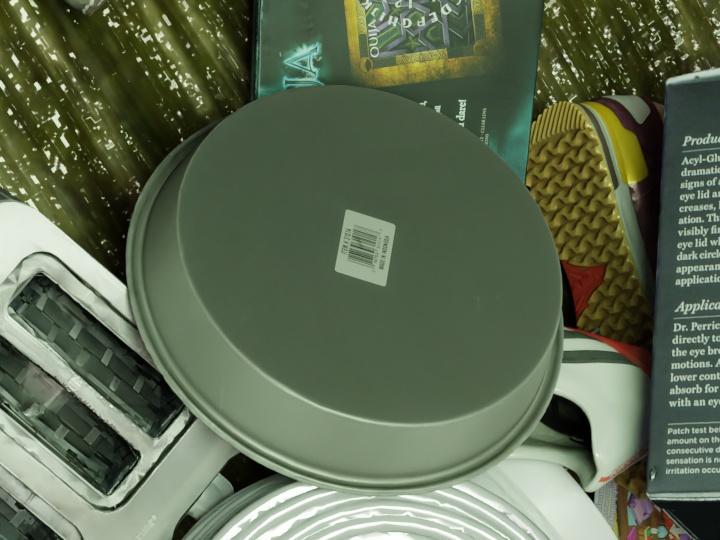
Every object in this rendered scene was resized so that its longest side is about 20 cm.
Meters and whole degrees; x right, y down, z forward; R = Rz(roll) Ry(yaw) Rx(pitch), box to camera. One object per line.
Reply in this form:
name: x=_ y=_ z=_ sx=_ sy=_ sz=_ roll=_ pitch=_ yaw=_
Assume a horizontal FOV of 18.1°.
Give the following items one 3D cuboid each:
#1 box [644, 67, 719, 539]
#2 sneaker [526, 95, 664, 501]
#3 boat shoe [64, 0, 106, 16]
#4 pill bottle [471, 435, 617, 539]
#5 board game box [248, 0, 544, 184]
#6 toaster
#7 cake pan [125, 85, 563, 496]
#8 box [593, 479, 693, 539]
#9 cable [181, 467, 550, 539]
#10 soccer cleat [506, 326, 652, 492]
box: x=0.201 y=0.026 z=1.015 sx=0.104 sy=0.148 sz=0.201 roll=-4 pitch=66 yaw=24
sneaker: x=0.147 y=0.011 z=1.093 sx=0.090 sy=0.075 sz=0.201 roll=-7 pitch=82 yaw=-36
boat shoe: x=-0.062 y=-0.185 z=1.034 sx=0.060 sy=0.072 sz=0.200 roll=44 pitch=76 yaw=-12
pill bottle: x=0.018 y=0.166 z=1.060 sx=0.200 sy=0.116 sz=0.116 roll=-40 pitch=104 yaw=-10
board game box: x=0.017 y=-0.120 z=1.035 sx=0.135 sy=0.028 sz=0.201 roll=0 pitch=119 yaw=-9
toaster: x=-0.162 y=0.070 z=0.997 sx=0.200 sy=0.119 sz=0.181 roll=43 pitch=81 yaw=-15
cake pan: x=0.000 y=0.000 z=0.971 sx=0.199 sy=0.037 sz=0.201 roll=10 pitch=55 yaw=-14
box: x=0.178 y=0.177 z=1.109 sx=0.136 sy=0.039 sz=0.201 roll=7 pitch=93 yaw=25
cable: x=0.004 y=0.179 z=0.962 sx=0.199 sy=0.069 sz=0.201 roll=9 pitch=84 yaw=-9
soccer cleat: x=0.043 y=0.043 z=1.035 sx=0.199 sy=0.085 sz=0.069 roll=21 pitch=126 yaw=20
